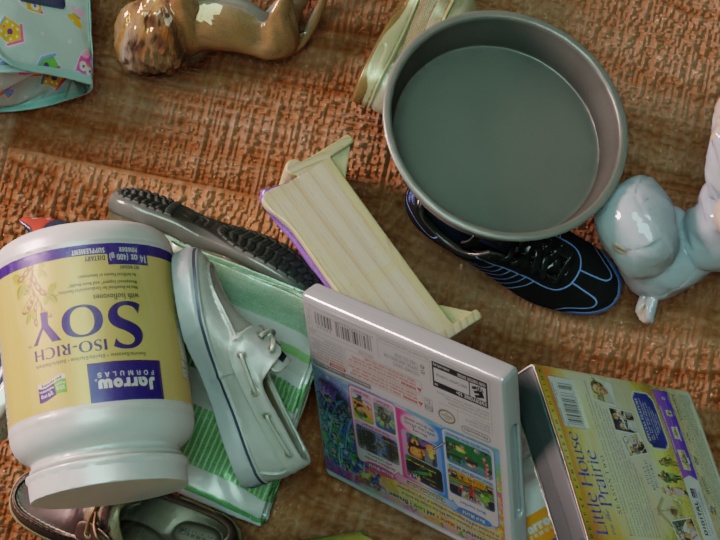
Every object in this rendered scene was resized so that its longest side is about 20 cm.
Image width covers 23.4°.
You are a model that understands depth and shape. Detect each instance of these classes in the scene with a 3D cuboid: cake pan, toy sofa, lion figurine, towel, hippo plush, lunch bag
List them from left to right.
[{"bbox_3d":[-0.328,-0.226,1.493,0.199,0.122,0.171,-5,75,-7],"label":"lunch bag"},{"bbox_3d":[-0.115,0.095,1.429,0.152,0.023,0.201,20,104,9],"label":"towel"},{"bbox_3d":[-0.111,-0.214,1.490,0.199,0.073,0.123,9,115,1],"label":"lion figurine"},{"bbox_3d":[0.000,0.000,1.426,0.097,0.083,0.200,-33,79,-20],"label":"toy sofa"},{"bbox_3d":[0.112,-0.110,1.382,0.199,0.037,0.201,4,68,-9],"label":"cake pan"},{"bbox_3d":[0.277,-0.049,1.403,0.160,0.200,0.160,-13,58,29],"label":"hippo plush"}]

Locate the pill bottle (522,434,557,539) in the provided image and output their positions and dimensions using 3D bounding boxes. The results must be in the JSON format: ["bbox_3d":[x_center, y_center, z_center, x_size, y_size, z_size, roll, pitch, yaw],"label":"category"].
[{"bbox_3d":[0.174,0.207,1.369,0.112,0.112,0.201,-30,79,0],"label":"pill bottle"}]

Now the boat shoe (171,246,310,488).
[{"bbox_3d":[-0.090,0.072,1.374,0.069,0.071,0.201,-17,97,10],"label":"boat shoe"}]

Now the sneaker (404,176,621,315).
[{"bbox_3d":[0.125,-0.018,1.416,0.199,0.078,0.070,25,93,-2],"label":"sneaker"}]

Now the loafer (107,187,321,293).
[{"bbox_3d":[-0.125,-0.004,1.464,0.199,0.075,0.070,24,106,10],"label":"loafer"}]

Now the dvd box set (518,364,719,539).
[{"bbox_3d":[0.206,0.152,1.329,0.029,0.199,0.147,-36,58,36],"label":"dvd box set"}]

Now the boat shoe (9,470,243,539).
[{"bbox_3d":[-0.194,0.199,1.422,0.199,0.072,0.072,16,70,7],"label":"boat shoe"}]

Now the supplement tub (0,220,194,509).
[{"bbox_3d":[-0.206,0.075,1.354,0.145,0.145,0.201,-10,76,4],"label":"supplement tub"}]

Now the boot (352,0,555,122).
[{"bbox_3d":[0.103,-0.190,1.467,0.155,0.073,0.201,30,72,2],"label":"boot"}]

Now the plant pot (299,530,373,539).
[{"bbox_3d":[-0.065,0.287,1.356,0.189,0.200,0.201,-17,79,-10],"label":"plant pot"}]

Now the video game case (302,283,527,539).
[{"bbox_3d":[0.042,0.118,1.342,0.199,0.183,0.024,22,43,36],"label":"video game case"}]

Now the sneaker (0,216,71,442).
[{"bbox_3d":[-0.293,0.046,1.466,0.084,0.075,0.201,21,73,7],"label":"sneaker"}]
